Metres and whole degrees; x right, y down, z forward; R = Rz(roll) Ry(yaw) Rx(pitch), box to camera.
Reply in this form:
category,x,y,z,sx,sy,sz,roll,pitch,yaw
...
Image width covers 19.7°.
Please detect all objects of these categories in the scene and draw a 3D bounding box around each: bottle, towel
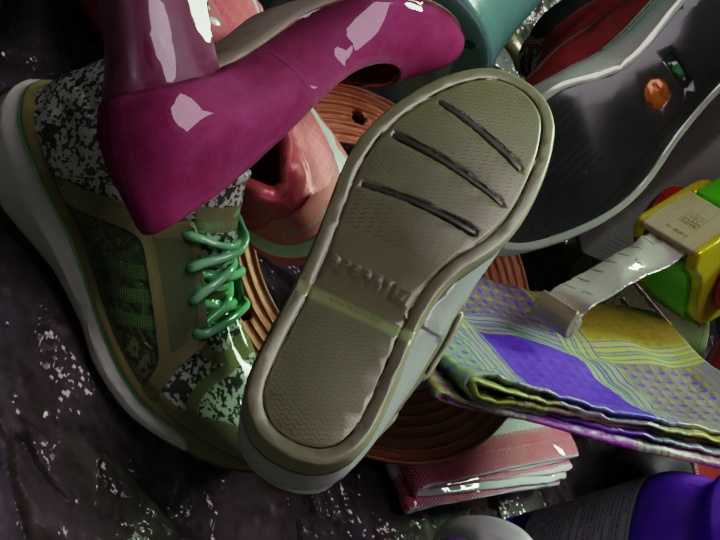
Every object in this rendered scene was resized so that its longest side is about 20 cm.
category,x,y,z,sx,sy,sz,roll,pitch,yaw
bottle,0.137,0.134,0.939,0.065,0.200,0.084,41,45,-28
towel,0.094,0.037,0.961,0.200,0.023,0.144,15,22,-30
towel,0.031,0.022,1.052,0.146,0.030,0.200,-1,66,-53

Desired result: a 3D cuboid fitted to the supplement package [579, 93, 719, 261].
category,x,y,z,sx,sy,sz,roll,pitch,yaw
supplement package,0.220,-0.089,1.122,0.120,0.200,0.121,22,44,-29

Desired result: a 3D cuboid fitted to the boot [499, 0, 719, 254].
category,x,y,z,sx,sy,sz,roll,pitch,yaw
boot,0.097,-0.080,1.055,0.200,0.144,0.072,-41,110,-21

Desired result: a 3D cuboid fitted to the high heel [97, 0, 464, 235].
category,x,y,z,sx,sy,sz,roll,pitch,yaw
high heel,-0.027,-0.065,0.843,0.200,0.067,0.096,-4,88,-42

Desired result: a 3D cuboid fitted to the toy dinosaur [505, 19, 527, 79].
category,x,y,z,sx,sy,sz,roll,pitch,yaw
toy dinosaur,0.089,-0.093,1.174,0.200,0.058,0.101,24,33,-59

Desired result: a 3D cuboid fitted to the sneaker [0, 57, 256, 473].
category,x,y,z,sx,sy,sz,roll,pitch,yaw
sneaker,-0.075,-0.005,0.856,0.200,0.089,0.077,56,31,-9

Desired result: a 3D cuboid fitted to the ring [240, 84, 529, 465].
category,x,y,z,sx,sy,sz,roll,pitch,yaw
ring,0.000,0.000,0.987,0.200,0.019,0.201,18,56,-30

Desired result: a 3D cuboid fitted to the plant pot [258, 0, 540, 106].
category,x,y,z,sx,sy,sz,roll,pitch,yaw
plant pot,0.022,-0.186,1.061,0.200,0.200,0.188,38,53,-33

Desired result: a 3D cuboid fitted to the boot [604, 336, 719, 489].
category,x,y,z,sx,sy,sz,roll,pitch,yaw
boot,0.193,0.120,1.176,0.072,0.144,0.200,38,-16,29

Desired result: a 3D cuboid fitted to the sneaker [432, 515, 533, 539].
category,x,y,z,sx,sy,sz,roll,pitch,yaw
sneaker,0.057,0.212,0.896,0.088,0.080,0.201,-26,95,-41

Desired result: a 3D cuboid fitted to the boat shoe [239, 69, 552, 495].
category,x,y,z,sx,sy,sz,roll,pitch,yaw
boat shoe,0.010,0.003,0.847,0.075,0.068,0.200,33,65,5

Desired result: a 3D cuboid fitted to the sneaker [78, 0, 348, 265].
category,x,y,z,sx,sy,sz,roll,pitch,yaw
sneaker,-0.068,-0.097,0.906,0.200,0.074,0.087,54,2,14

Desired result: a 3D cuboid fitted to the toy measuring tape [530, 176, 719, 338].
category,x,y,z,sx,sy,sz,roll,pitch,yaw
toy measuring tape,0.148,0.005,1.020,0.200,0.074,0.074,-30,91,-40

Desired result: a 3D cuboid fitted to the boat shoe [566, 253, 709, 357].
category,x,y,z,sx,sy,sz,roll,pitch,yaw
boat shoe,0.157,0.019,1.192,0.075,0.068,0.200,52,35,-9
